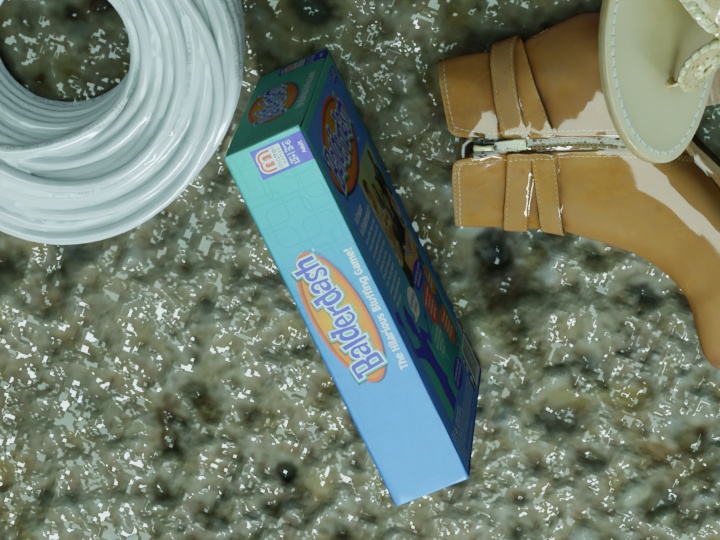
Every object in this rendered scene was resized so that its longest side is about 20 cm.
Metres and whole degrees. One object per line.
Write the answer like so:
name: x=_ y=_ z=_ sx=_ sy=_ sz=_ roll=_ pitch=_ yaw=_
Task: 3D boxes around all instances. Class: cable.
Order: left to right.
cable: x=-0.159 y=-0.117 z=1.421 sx=0.200 sy=0.069 sz=0.200 roll=21 pitch=110 yaw=-3

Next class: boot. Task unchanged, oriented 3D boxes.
boot: x=0.125 y=-0.033 z=1.418 sx=0.155 sy=0.077 sz=0.200 roll=-10 pitch=104 yaw=5

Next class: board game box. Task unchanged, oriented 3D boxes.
board game box: x=0.000 y=0.000 z=1.403 sx=0.045 sy=0.152 sz=0.200 roll=-22 pitch=105 yaw=12

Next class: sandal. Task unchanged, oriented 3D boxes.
sandal: x=0.174 y=-0.158 z=1.336 sx=0.078 sy=0.070 sz=0.212 roll=13 pitch=85 yaw=-36
